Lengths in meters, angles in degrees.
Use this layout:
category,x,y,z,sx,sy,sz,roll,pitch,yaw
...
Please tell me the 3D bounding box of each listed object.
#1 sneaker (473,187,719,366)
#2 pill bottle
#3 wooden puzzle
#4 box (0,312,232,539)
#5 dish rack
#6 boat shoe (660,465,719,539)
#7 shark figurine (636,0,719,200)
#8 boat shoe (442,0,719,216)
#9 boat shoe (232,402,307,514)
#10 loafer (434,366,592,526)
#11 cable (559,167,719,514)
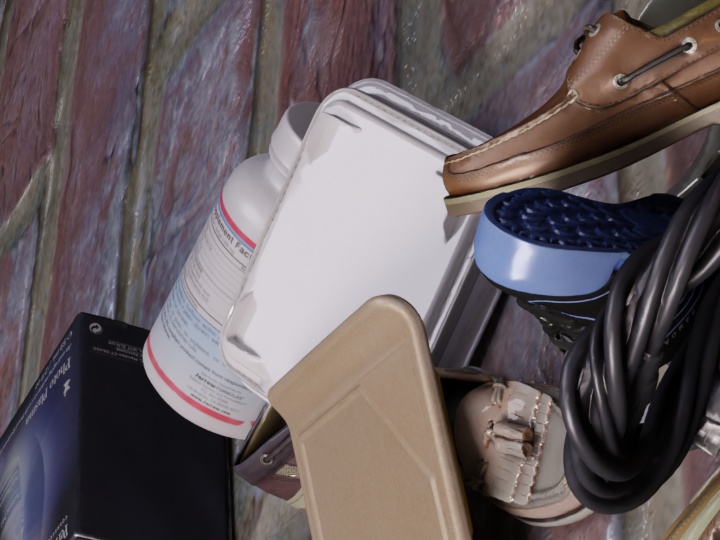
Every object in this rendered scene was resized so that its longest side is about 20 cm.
category,x,y,z,sx,sy,sz,roll,pitch,yaw
sneaker,0.106,0.011,1.084,0.070,0.200,0.078,30,107,32
pill bottle,-0.051,-0.001,1.550,0.200,0.108,0.109,-61,24,26
wooden puzzle,0.018,0.130,1.288,0.185,0.037,0.201,-43,60,61
box,-0.182,0.173,1.719,0.200,0.123,0.199,-55,29,39
dish rack,0.000,0.000,1.408,0.171,0.043,0.201,31,101,39
boat shoe,0.134,0.154,1.059,0.200,0.072,0.076,-54,13,24
shark figurine,0.171,-0.103,1.169,0.090,0.128,0.215,-60,-22,-67
boat shoe,0.123,-0.085,1.108,0.072,0.199,0.068,-58,-54,-79
boat shoe,-0.015,0.052,1.479,0.200,0.065,0.072,-64,22,20
loafer,0.063,0.083,1.269,0.200,0.063,0.072,16,89,69
cable,0.144,0.006,1.028,0.051,0.163,0.200,37,112,27
